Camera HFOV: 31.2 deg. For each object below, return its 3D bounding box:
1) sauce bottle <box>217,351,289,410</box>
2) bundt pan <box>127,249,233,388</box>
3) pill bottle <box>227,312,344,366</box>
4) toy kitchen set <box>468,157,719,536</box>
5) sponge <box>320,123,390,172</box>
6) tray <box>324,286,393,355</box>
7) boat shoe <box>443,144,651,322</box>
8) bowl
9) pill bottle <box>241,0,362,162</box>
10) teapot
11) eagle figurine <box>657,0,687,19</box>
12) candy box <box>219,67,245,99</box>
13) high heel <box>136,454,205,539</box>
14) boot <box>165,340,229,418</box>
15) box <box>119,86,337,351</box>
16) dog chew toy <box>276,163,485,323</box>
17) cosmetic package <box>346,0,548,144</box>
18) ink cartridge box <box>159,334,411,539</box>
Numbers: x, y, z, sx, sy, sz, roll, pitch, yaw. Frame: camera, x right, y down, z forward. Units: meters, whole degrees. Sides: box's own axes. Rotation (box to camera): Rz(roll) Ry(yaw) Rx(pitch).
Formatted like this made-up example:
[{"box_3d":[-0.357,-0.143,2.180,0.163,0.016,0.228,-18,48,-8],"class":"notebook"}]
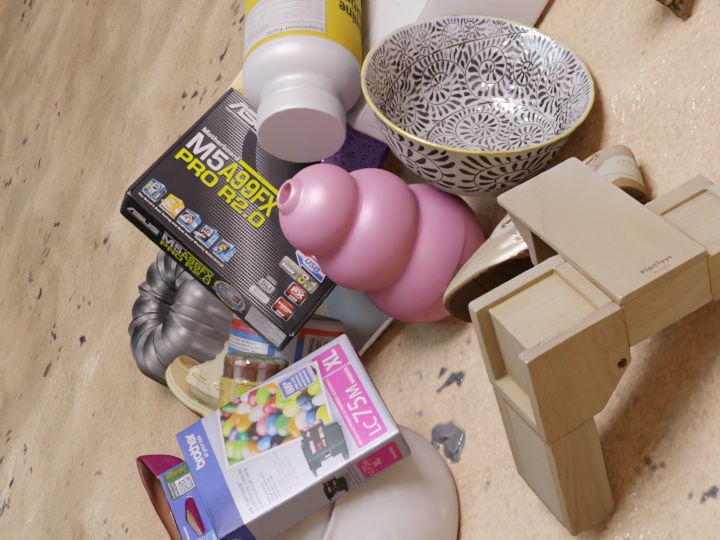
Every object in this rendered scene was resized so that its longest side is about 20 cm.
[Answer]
[{"box_3d":[-0.101,0.177,1.157,0.064,0.064,0.203,6,93,58],"class":"sauce bottle"},{"box_3d":[-0.217,0.045,1.557,0.201,0.075,0.204,-36,43,43],"class":"bundt pan"},{"box_3d":[-0.083,0.140,1.242,0.112,0.111,0.203,10,91,58],"class":"pill bottle"},{"box_3d":[0.179,0.039,0.952,0.198,0.182,0.163,-28,37,-11],"class":"toy kitchen set"},{"box_3d":[-0.050,-0.081,1.294,0.030,0.110,0.201,97,-164,-59],"class":"sponge"},{"box_3d":[0.000,0.000,1.300,0.108,0.022,0.201,-48,36,28],"class":"tray"},{"box_3d":[0.147,-0.027,1.047,0.200,0.072,0.065,-39,36,31],"class":"boat shoe"},{"box_3d":[0.098,-0.128,1.117,0.202,0.198,0.095,-105,12,-45],"class":"bowl"},{"box_3d":[-0.053,-0.204,1.188,0.112,0.111,0.202,-34,46,42],"class":"pill bottle"},{"box_3d":[-0.023,0.214,1.086,0.200,0.145,0.199,35,102,57],"class":"teapot"},{"box_3d":[0.259,-0.282,0.965,0.151,0.151,0.201,49,137,17],"class":"eagle figurine"},{"box_3d":[-0.116,-0.157,1.353,0.116,0.055,0.200,-54,1,-10],"class":"candy box"},{"box_3d":[-0.191,0.284,1.349,0.068,0.095,0.201,-50,36,27],"class":"high heel"},{"box_3d":[-0.133,0.091,1.401,0.200,0.072,0.157,31,98,57],"class":"boot"},{"box_3d":[-0.097,-0.050,1.190,0.160,0.200,0.044,-48,-1,-30],"class":"box"},{"box_3d":[0.014,-0.031,1.126,0.124,0.198,0.126,-35,44,42],"class":"dog chew toy"},{"box_3d":[0.055,-0.240,1.265,0.201,0.122,0.200,-60,32,16],"class":"cosmetic package"},{"box_3d":[-0.070,0.149,1.044,0.199,0.042,0.120,-32,47,0],"class":"ink cartridge box"}]
